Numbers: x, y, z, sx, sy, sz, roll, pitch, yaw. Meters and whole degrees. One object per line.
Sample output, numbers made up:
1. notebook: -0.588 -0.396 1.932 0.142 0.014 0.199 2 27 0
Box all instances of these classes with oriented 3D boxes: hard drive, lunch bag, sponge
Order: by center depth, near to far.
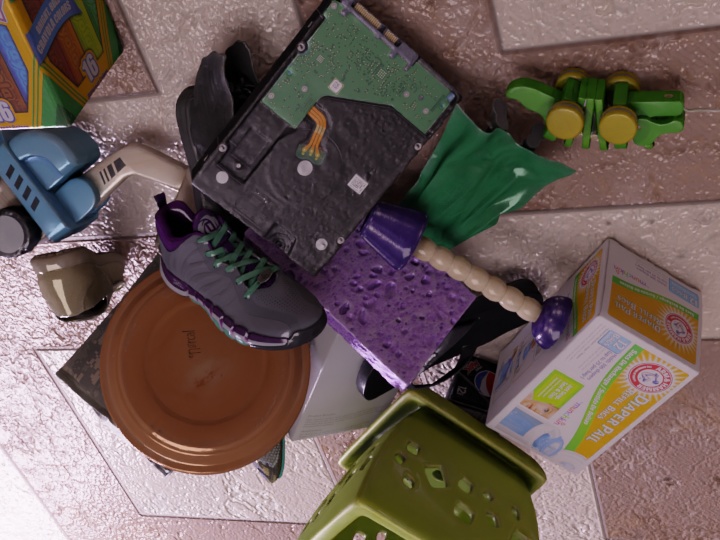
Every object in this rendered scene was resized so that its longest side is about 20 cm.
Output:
1. hard drive: -0.029 -0.114 0.904 0.139 0.038 0.201 36 103 -20
2. sponge: 0.000 0.000 0.982 0.200 0.112 0.030 42 159 2
3. lunch bag: -0.191 0.114 1.129 0.117 0.165 0.201 30 162 30

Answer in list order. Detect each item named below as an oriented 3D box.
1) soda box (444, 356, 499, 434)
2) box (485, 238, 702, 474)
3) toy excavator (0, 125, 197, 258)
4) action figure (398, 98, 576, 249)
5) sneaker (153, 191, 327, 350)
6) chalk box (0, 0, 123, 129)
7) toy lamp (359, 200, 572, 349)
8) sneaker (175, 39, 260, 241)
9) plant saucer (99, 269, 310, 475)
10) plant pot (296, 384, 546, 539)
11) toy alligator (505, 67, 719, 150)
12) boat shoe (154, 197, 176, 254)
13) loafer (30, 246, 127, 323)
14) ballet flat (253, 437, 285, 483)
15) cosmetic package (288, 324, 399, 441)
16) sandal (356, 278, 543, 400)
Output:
1. soda box: 0.109 0.184 1.182 0.062 0.071 0.202 19 135 3
2. box: 0.219 0.086 1.027 0.111 0.102 0.201 27 135 -7
3. toy excavator: -0.264 -0.089 1.038 0.199 0.100 0.195 -37 94 17
4. action figure: 0.087 -0.070 0.961 0.117 0.055 0.200 30 142 -11
5. sneaker: -0.114 -0.001 0.939 0.198 0.074 0.089 23 140 35
6. chalk box: -0.302 -0.233 0.896 0.122 0.126 0.202 1 134 19
7. toy lamp: 0.092 0.001 0.959 0.198 0.059 0.058 28 136 -5
8. sneaker: -0.109 -0.100 0.964 0.103 0.060 0.203 8 121 48
9. plant saucer: -0.144 0.087 1.012 0.197 0.203 0.032 21 166 -1
10. plant pot: 0.062 0.246 1.078 0.197 0.183 0.200 32 136 -7
11. toy alligator: 0.213 -0.119 0.864 0.196 0.060 0.055 7 135 13
12. boat shoe: -0.107 -0.011 1.082 0.199 0.061 0.073 20 135 1
13. loafer: -0.284 0.017 1.098 0.074 0.200 0.070 -8 87 2
14. ballet flat: -0.109 0.130 1.103 0.071 0.072 0.203 11 116 9
15. cosmetic package: -0.011 0.079 1.089 0.111 0.082 0.201 -5 141 -28
16. sandal: 0.086 0.070 1.028 0.198 0.043 0.076 -28 147 1
